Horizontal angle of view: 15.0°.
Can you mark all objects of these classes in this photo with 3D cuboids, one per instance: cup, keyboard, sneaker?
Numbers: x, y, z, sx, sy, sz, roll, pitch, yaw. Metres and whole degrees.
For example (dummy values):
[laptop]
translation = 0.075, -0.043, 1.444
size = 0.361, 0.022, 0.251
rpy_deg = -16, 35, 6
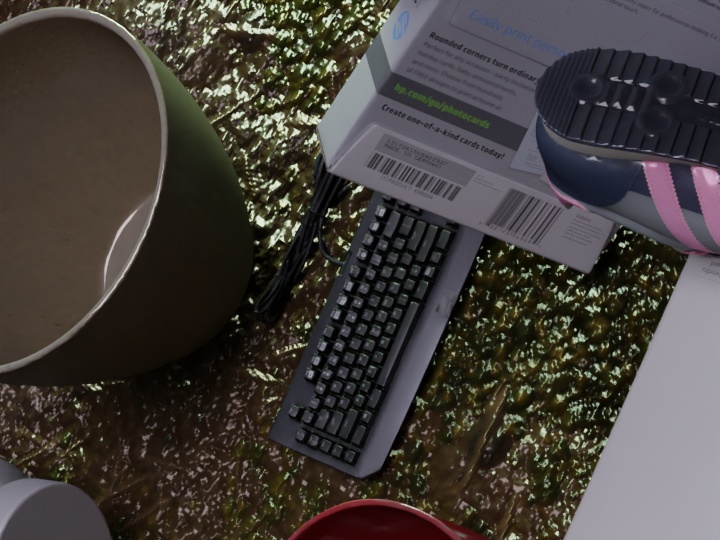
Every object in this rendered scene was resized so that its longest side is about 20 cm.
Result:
[cup]
translation = -0.139, -0.020, 1.463
size = 0.200, 0.143, 0.201
rpy_deg = -15, 63, 31
[keyboard]
translation = 0.000, 0.000, 1.432
size = 0.127, 0.021, 0.201
rpy_deg = 20, 84, 40
[sneaker]
translation = 0.171, -0.033, 1.190
size = 0.200, 0.082, 0.070
rpy_deg = 23, 60, 19

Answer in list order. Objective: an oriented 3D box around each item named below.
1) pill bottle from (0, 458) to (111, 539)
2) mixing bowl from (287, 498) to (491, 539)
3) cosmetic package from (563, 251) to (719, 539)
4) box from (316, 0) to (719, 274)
[pill bottle]
translation = -0.238, 0.154, 1.485
size = 0.200, 0.116, 0.116
rpy_deg = 3, 74, 36
[mixing bowl]
translation = 0.044, 0.203, 1.245
size = 0.200, 0.108, 0.201
rpy_deg = -3, 86, 47
[cosmetic package]
translation = 0.181, 0.070, 1.227
size = 0.107, 0.085, 0.200
rpy_deg = 22, 87, 39
[box]
translation = 0.095, -0.105, 1.282
size = 0.200, 0.156, 0.041
rpy_deg = -55, 29, 28
